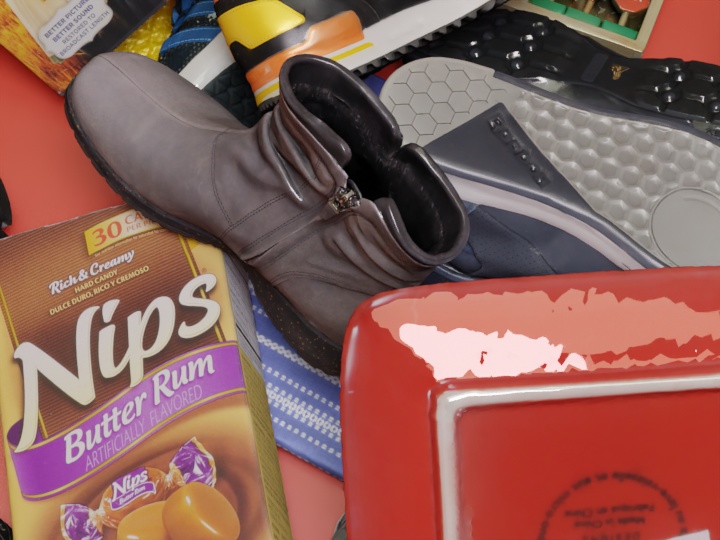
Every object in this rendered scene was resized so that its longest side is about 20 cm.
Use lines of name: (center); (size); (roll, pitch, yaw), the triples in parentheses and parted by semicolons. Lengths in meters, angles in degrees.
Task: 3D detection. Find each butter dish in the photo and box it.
butter dish: (0.090, 0.090, 0.692); (0.200, 0.148, 0.200); (-4, 100, -4)

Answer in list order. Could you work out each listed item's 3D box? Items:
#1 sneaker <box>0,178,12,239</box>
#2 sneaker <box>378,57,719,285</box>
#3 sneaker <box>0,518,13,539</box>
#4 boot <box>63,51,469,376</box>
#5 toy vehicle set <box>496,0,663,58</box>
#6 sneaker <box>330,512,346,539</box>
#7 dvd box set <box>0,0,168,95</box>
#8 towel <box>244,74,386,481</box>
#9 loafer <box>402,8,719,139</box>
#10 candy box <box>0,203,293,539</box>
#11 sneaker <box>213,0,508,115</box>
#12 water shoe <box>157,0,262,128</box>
sneaker: (-0.231, 0.040, 0.795); (0.090, 0.078, 0.200); (4, 65, 12)
sneaker: (0.096, -0.011, 0.760); (0.202, 0.146, 0.077); (24, 63, 5)
sneaker: (-0.210, 0.189, 0.712); (0.076, 0.114, 0.200); (25, 73, 10)
boot: (-0.040, -0.055, 0.722); (0.200, 0.132, 0.070); (39, 58, 8)
toy vehicle set: (0.077, -0.196, 0.909); (0.200, 0.027, 0.124); (20, 70, 6)
sneaker: (0.061, 0.170, 0.744); (0.200, 0.075, 0.082); (22, 72, 8)
dvd box set: (-0.167, -0.195, 0.793); (0.146, 0.200, 0.029); (-36, 27, 24)
towel: (0.000, 0.000, 0.840); (0.145, 0.024, 0.200); (28, 73, 7)
loafer: (0.111, -0.080, 0.845); (0.200, 0.070, 0.068); (19, 48, 23)
candy box: (-0.102, 0.067, 0.767); (0.116, 0.056, 0.200); (-16, 61, 5)
sneaker: (0.018, -0.151, 0.799); (0.200, 0.070, 0.090); (-31, 96, -27)
water shoe: (-0.067, -0.123, 0.857); (0.079, 0.072, 0.200); (35, 81, 31)
